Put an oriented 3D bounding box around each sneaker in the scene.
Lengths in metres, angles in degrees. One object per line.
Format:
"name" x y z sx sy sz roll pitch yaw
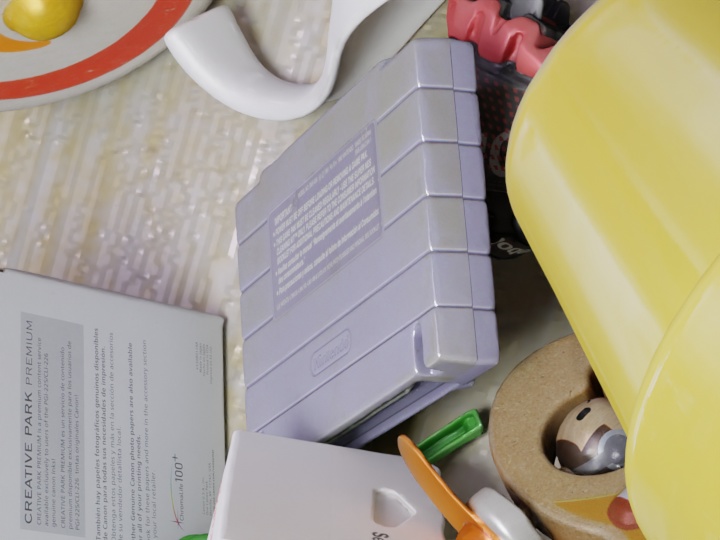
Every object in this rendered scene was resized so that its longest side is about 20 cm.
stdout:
"sneaker" 0.092 -0.036 1.087 0.200 0.071 0.098 34 102 42

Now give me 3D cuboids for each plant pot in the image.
"plant pot" 0.147 -0.001 0.901 0.201 0.201 0.189 -53 49 18

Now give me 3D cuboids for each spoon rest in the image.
"spoon rest" 0.003 -0.108 1.181 0.200 0.099 0.061 -21 98 48

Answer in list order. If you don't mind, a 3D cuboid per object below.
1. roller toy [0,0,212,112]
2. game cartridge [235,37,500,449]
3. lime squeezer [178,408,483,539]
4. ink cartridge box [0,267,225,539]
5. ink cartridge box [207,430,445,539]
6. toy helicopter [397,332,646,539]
"roller toy" -0.153 -0.159 1.249 0.182 0.200 0.140 -34 60 23
"game cartridge" 0.000 0.000 1.131 0.200 0.038 0.130 143 131 -62
"lime squeezer" -0.043 0.112 1.153 0.200 0.071 0.038 -20 81 -8
"ink cartridge box" -0.141 0.107 1.183 0.084 0.175 0.201 -14 70 38
"ink cartridge box" -0.030 0.175 1.064 0.145 0.084 0.201 -91 14 -77
"toy helicopter" 0.091 0.090 0.985 0.132 0.079 0.200 -19 39 1
